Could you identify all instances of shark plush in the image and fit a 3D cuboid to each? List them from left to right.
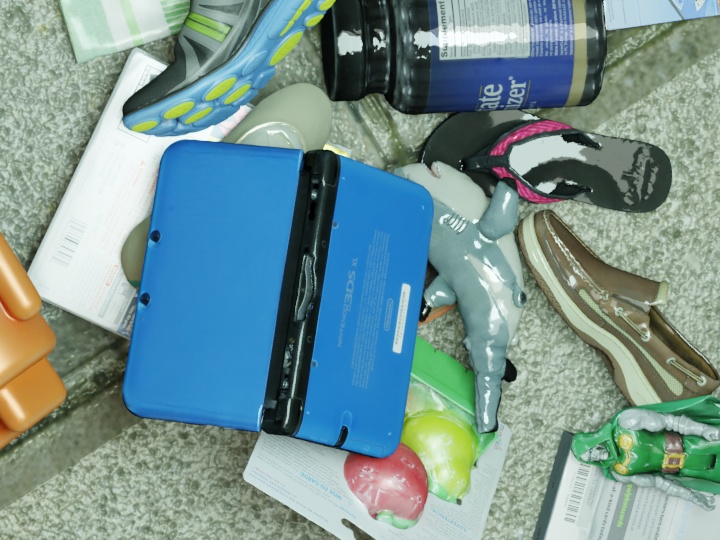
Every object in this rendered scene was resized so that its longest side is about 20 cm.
[{"bbox_3d":[0.076,0.018,1.695,0.083,0.091,0.201,-8,95,-10],"label":"shark plush"}]

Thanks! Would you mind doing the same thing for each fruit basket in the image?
[{"bbox_3d":[0.015,0.136,1.680,0.185,0.094,0.200,32,46,-9],"label":"fruit basket"}]

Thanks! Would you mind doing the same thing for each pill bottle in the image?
[{"bbox_3d":[0.074,-0.172,1.699,0.199,0.112,0.112,-4,94,-7],"label":"pill bottle"}]

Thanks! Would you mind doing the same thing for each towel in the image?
[{"bbox_3d":[-0.138,-0.256,1.709,0.199,0.023,0.153,-18,97,-6],"label":"towel"}]

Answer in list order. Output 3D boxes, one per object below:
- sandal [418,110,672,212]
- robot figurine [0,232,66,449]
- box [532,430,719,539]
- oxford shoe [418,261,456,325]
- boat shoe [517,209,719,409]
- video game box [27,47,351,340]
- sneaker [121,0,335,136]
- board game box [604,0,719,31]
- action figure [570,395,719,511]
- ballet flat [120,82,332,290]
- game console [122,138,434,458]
[{"bbox_3d":[0.144,-0.083,1.748,0.199,0.045,0.075,6,95,-8],"label":"sandal"},{"bbox_3d":[-0.301,0.035,1.658,0.116,0.144,0.200,-36,93,-19],"label":"robot figurine"},{"bbox_3d":[0.233,0.225,1.784,0.199,0.041,0.156,15,91,-8],"label":"box"},{"bbox_3d":[0.000,0.000,1.691,0.199,0.071,0.073,-7,121,-34],"label":"oxford shoe"},{"bbox_3d":[0.201,0.025,1.744,0.075,0.075,0.202,-32,109,21],"label":"boat shoe"},{"bbox_3d":[-0.130,-0.038,1.714,0.182,0.047,0.201,26,90,-7],"label":"video game box"},{"bbox_3d":[-0.097,-0.173,1.654,0.200,0.071,0.083,-46,68,10],"label":"sneaker"},{"bbox_3d":[0.222,-0.289,1.757,0.103,0.019,0.201,-8,95,-6],"label":"board game box"},{"bbox_3d":[0.257,0.137,1.732,0.199,0.055,0.119,2,118,-2],"label":"action figure"},{"bbox_3d":[-0.090,-0.054,1.663,0.069,0.069,0.200,44,87,-8],"label":"ballet flat"},{"bbox_3d":[-0.055,0.020,1.618,0.170,0.118,0.201,18,77,-43],"label":"game console"}]
